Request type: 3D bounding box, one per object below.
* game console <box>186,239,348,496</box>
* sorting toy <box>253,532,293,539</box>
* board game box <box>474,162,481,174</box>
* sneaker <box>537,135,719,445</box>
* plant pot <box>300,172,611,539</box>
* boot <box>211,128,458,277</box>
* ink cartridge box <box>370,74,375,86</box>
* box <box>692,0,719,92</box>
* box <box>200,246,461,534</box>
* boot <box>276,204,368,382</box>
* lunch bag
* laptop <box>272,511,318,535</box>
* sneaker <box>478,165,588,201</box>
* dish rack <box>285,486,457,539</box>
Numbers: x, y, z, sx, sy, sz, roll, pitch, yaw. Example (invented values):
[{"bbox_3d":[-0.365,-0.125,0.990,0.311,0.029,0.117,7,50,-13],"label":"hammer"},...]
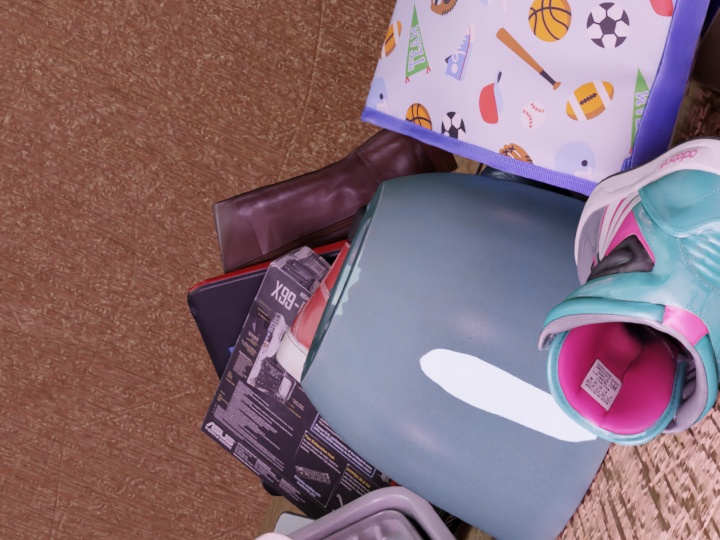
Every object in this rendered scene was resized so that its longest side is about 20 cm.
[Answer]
[{"bbox_3d":[-0.018,0.072,1.460,0.031,0.175,0.201,-97,-11,-60],"label":"game console"},{"bbox_3d":[-0.018,0.227,1.036,0.107,0.198,0.181,77,-156,-56],"label":"sorting toy"},{"bbox_3d":[0.154,-0.145,1.843,0.159,0.039,0.201,110,-174,-55],"label":"board game box"},{"bbox_3d":[0.126,0.022,0.898,0.121,0.083,0.200,-59,2,-16],"label":"sneaker"},{"bbox_3d":[0.060,0.038,1.107,0.201,0.160,0.202,-158,90,-86],"label":"plant pot"},{"bbox_3d":[0.000,0.000,1.478,0.199,0.188,0.064,-27,0,-16],"label":"boot"},{"bbox_3d":[0.105,-0.140,1.406,0.200,0.172,0.044,129,165,-78],"label":"ink cartridge box"},{"bbox_3d":[0.224,-0.202,1.126,0.201,0.032,0.122,-77,10,-55],"label":"box"},{"bbox_3d":[-0.006,0.105,1.379,0.050,0.199,0.159,-26,-34,-53],"label":"box"},{"bbox_3d":[0.045,0.048,1.254,0.072,0.200,0.145,9,-63,-54],"label":"boot"},{"bbox_3d":[0.115,-0.131,1.089,0.199,0.123,0.172,23,100,54],"label":"lunch bag"},{"bbox_3d":[-0.052,0.237,1.208,0.186,0.116,0.202,7,68,43],"label":"laptop"},{"bbox_3d":[0.140,-0.044,1.264,0.146,0.081,0.200,-36,-19,12],"label":"sneaker"},{"bbox_3d":[-0.025,0.218,1.162,0.199,0.044,0.172,-27,28,-8],"label":"dish rack"}]
